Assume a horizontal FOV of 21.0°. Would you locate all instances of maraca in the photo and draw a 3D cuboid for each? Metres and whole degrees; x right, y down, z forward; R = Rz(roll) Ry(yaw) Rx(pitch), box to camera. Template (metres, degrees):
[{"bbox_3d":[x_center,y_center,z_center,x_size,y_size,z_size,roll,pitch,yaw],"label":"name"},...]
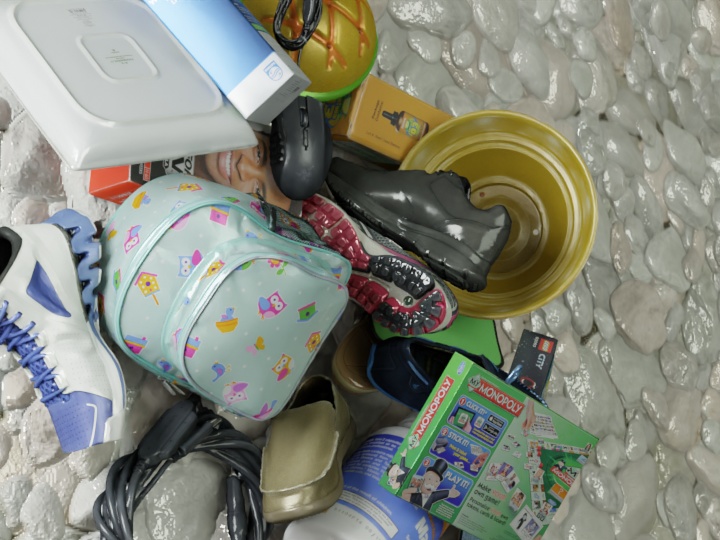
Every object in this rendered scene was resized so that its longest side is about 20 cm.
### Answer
[{"bbox_3d":[-0.065,-0.209,1.778,0.200,0.107,0.137,-34,81,-37],"label":"maraca"}]

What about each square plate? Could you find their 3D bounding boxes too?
[{"bbox_3d":[-0.205,-0.166,1.600,0.199,0.029,0.198,-11,54,-45],"label":"square plate"}]

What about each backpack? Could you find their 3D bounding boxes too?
[{"bbox_3d":[-0.122,0.020,1.625,0.199,0.153,0.176,28,100,-30],"label":"backpack"}]

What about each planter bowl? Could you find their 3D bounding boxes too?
[{"bbox_3d":[0.130,-0.047,1.865,0.083,0.199,0.202,46,41,-78],"label":"planter bowl"}]

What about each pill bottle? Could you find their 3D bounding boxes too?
[{"bbox_3d":[0.026,0.214,1.777,0.200,0.112,0.113,-44,113,-42],"label":"pill bottle"}]

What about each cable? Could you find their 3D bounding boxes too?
[{"bbox_3d":[-0.149,0.214,1.651,0.164,0.051,0.200,60,42,-25],"label":"cable"}]

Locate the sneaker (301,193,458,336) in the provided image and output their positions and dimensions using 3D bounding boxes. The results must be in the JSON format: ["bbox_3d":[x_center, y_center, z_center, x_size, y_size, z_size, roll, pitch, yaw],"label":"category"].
[{"bbox_3d":[0.000,0.000,1.772,0.081,0.199,0.075,-58,159,10],"label":"sneaker"}]

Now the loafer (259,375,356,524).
[{"bbox_3d":[-0.052,0.155,1.701,0.200,0.075,0.068,-74,146,-68],"label":"loafer"}]

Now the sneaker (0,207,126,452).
[{"bbox_3d":[-0.263,0.050,1.549,0.115,0.080,0.201,-2,76,-42],"label":"sneaker"}]

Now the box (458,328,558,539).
[{"bbox_3d":[0.143,0.177,1.903,0.137,0.037,0.201,91,18,-57],"label":"box"}]

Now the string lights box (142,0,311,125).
[{"bbox_3d":[-0.133,-0.219,1.658,0.200,0.059,0.103,48,6,4],"label":"string lights box"}]

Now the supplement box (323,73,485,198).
[{"bbox_3d":[0.045,-0.131,1.896,0.199,0.069,0.067,23,81,-43],"label":"supplement box"}]

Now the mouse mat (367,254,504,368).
[{"bbox_3d":[0.059,0.000,1.868,0.160,0.008,0.201,14,51,-33],"label":"mouse mat"}]

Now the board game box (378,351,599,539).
[{"bbox_3d":[0.119,0.171,1.741,0.200,0.029,0.135,32,87,-42],"label":"board game box"}]

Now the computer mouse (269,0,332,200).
[{"bbox_3d":[-0.050,-0.163,1.716,0.058,0.034,0.202,0,92,-18],"label":"computer mouse"}]

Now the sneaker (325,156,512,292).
[{"bbox_3d":[0.054,-0.059,1.798,0.091,0.199,0.076,-55,158,-9],"label":"sneaker"}]

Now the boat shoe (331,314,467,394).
[{"bbox_3d":[0.031,0.073,1.840,0.071,0.064,0.200,54,41,6],"label":"boat shoe"}]

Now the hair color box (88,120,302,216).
[{"bbox_3d":[-0.140,-0.092,1.708,0.199,0.061,0.102,19,67,-43],"label":"hair color box"}]

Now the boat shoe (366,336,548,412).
[{"bbox_3d":[0.099,0.115,1.773,0.199,0.068,0.085,17,64,-31],"label":"boat shoe"}]
